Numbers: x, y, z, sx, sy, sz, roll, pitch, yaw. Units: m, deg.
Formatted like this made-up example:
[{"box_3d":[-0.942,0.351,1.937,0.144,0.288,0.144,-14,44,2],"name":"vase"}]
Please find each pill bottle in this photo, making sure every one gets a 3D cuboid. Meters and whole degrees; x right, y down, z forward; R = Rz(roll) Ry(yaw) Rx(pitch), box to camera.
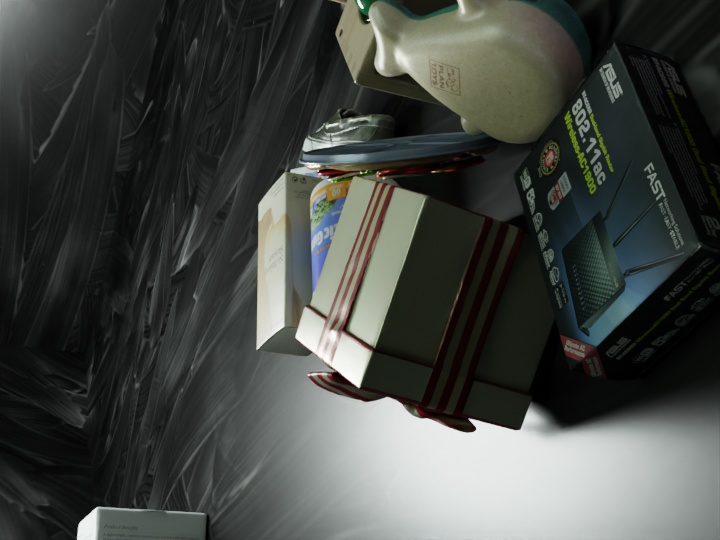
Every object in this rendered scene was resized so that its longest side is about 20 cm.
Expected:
[{"box_3d":[0.000,0.000,1.100,0.112,0.111,0.201,134,139,-54],"name":"pill bottle"}]

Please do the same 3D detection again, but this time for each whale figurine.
[{"box_3d":[0.106,-0.193,0.849,0.104,0.199,0.160,-52,-32,-33],"name":"whale figurine"}]

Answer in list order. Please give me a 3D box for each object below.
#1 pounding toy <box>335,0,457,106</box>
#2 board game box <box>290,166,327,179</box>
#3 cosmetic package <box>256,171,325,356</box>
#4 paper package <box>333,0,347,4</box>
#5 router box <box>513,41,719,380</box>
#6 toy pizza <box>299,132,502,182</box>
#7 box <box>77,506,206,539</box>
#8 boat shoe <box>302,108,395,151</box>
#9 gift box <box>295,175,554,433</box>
[{"box_3d":[0.062,-0.281,0.940,0.143,0.199,0.185,-108,35,-48],"name":"pounding toy"},{"box_3d":[-0.052,-0.041,1.311,0.200,0.056,0.197,-174,92,-67],"name":"board game box"},{"box_3d":[-0.078,-0.006,1.196,0.105,0.071,0.201,139,134,-56],"name":"cosmetic package"},{"box_3d":[-0.037,-0.413,1.225,0.191,0.199,0.104,-113,39,-53],"name":"paper package"},{"box_3d":[0.194,-0.043,0.717,0.150,0.062,0.201,124,146,-44],"name":"router box"},{"box_3d":[0.040,-0.108,0.946,0.200,0.199,0.032,-159,61,-67],"name":"toy pizza"},{"box_3d":[-0.398,0.509,1.754,0.200,0.198,0.132,138,136,-57],"name":"box"},{"box_3d":[-0.011,-0.173,1.253,0.200,0.070,0.064,15,97,59],"name":"boat shoe"},{"box_3d":[0.060,0.035,0.873,0.188,0.183,0.200,-71,20,2],"name":"gift box"}]
